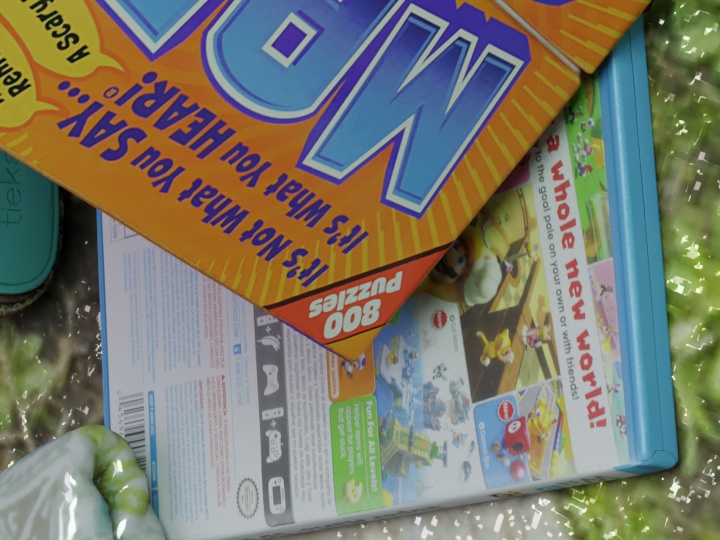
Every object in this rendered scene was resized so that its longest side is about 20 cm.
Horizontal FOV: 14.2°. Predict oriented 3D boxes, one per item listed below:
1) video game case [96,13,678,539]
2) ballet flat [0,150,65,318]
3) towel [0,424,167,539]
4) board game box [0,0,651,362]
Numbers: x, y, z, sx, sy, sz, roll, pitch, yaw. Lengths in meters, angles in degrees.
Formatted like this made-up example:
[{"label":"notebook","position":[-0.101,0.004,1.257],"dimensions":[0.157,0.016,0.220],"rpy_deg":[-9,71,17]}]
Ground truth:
[{"label":"video game case","position":[0.000,0.000,0.829],"dimensions":[0.200,0.018,0.143],"rpy_deg":[-14,73,39]},{"label":"ballet flat","position":[-0.124,-0.084,0.925],"dimensions":[0.075,0.068,0.201],"rpy_deg":[5,89,53]},{"label":"towel","position":[-0.106,0.167,0.869],"dimensions":[0.171,0.048,0.200],"rpy_deg":[-29,68,39]},{"label":"board game box","position":[-0.047,-0.137,0.743],"dimensions":[0.200,0.200,0.200],"rpy_deg":[-51,52,4]}]
